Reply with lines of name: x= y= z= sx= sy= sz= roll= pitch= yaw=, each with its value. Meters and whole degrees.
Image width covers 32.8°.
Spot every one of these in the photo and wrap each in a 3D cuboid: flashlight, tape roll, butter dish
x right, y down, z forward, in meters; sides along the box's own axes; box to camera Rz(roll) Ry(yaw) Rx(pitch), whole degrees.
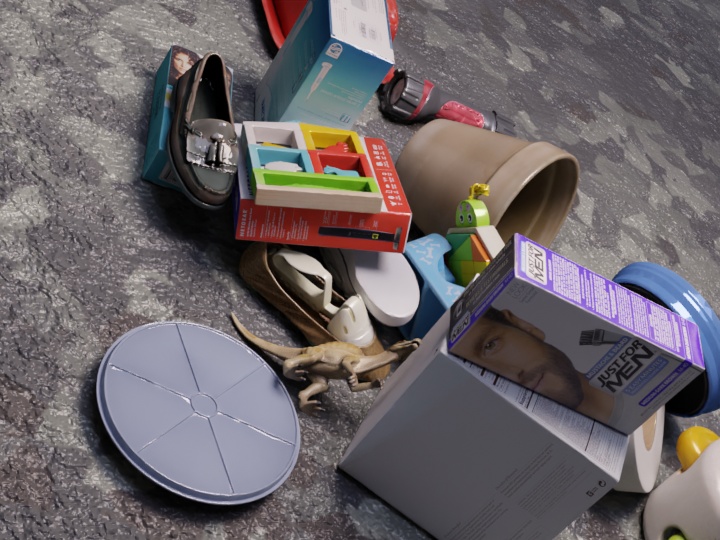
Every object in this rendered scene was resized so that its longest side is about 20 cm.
flashlight: x=0.126 y=-0.214 z=1.694 sx=0.200 sy=0.068 sz=0.068 roll=21 pitch=2 yaw=-27
tape roll: x=0.305 y=0.146 z=1.361 sx=0.037 sy=0.203 sz=0.203 roll=1 pitch=28 yaw=24
butter dish: x=-0.023 y=-0.375 z=1.671 sx=0.200 sy=0.148 sz=0.200 roll=11 pitch=43 yaw=-30

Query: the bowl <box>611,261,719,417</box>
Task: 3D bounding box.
bowl: x=0.361 y=0.087 z=1.463 sx=0.039 sy=0.201 sz=0.201 roll=-29 pitch=68 yaw=-20

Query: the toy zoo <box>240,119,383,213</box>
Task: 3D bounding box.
toy zoo: x=-0.057 y=-0.118 z=1.306 sx=0.131 sy=0.020 sz=0.200 roll=4 pitch=29 yaw=-12

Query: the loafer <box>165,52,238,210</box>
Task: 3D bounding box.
loafer: x=-0.165 y=-0.154 z=1.301 sx=0.072 sy=0.063 sz=0.200 roll=15 pitch=43 yaw=-30

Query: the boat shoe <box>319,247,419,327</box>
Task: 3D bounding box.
boat shoe: x=0.000 y=0.000 z=1.342 sx=0.072 sy=0.066 sz=0.200 roll=-8 pitch=45 yaw=-30

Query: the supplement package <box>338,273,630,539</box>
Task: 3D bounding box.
supplement package: x=0.126 y=0.153 z=1.186 sx=0.200 sy=0.191 sz=0.147 roll=36 pitch=36 yaw=-2

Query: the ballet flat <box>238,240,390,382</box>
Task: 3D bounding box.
ballet flat: x=-0.040 y=0.034 z=1.277 sx=0.200 sy=0.072 sz=0.068 roll=43 pitch=46 yaw=7

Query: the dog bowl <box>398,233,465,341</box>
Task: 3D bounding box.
dog bowl: x=0.082 y=0.043 z=1.329 sx=0.050 sy=0.112 sz=0.200 roll=-5 pitch=39 yaw=-24

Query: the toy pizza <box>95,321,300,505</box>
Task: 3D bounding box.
toy pizza: x=-0.148 y=0.131 z=1.119 sx=0.200 sy=0.032 sz=0.200 roll=21 pitch=40 yaw=-19

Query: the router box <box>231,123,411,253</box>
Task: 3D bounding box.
router box: x=-0.050 y=-0.092 z=1.335 sx=0.179 sy=0.049 sz=0.200 roll=5 pitch=28 yaw=-12

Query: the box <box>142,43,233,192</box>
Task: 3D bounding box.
box: x=-0.193 y=-0.170 z=1.391 sx=0.082 sy=0.049 sz=0.200 roll=21 pitch=40 yaw=-22

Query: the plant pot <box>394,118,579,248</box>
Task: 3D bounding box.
plant pot: x=0.138 y=-0.092 z=1.490 sx=0.173 sy=0.200 sz=0.200 roll=34 pitch=32 yaw=26

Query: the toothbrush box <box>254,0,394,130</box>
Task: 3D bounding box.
toothbrush box: x=-0.048 y=-0.227 z=1.447 sx=0.085 sy=0.200 sz=0.146 roll=21 pitch=39 yaw=-22

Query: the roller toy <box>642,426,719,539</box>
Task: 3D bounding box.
roller toy: x=0.417 y=0.280 z=1.334 sx=0.182 sy=0.140 sz=0.200 roll=28 pitch=37 yaw=-14

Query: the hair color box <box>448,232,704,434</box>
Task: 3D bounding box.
hair color box: x=0.190 y=0.060 z=1.086 sx=0.200 sy=0.109 sz=0.065 roll=26 pitch=39 yaw=-14

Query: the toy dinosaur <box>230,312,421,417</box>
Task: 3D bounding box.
toy dinosaur: x=-0.043 y=0.093 z=1.208 sx=0.200 sy=0.058 sz=0.101 roll=5 pitch=27 yaw=11

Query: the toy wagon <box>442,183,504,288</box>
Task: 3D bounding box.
toy wagon: x=0.125 y=0.006 z=1.336 sx=0.040 sy=0.155 sz=0.200 roll=-8 pitch=95 yaw=-24
